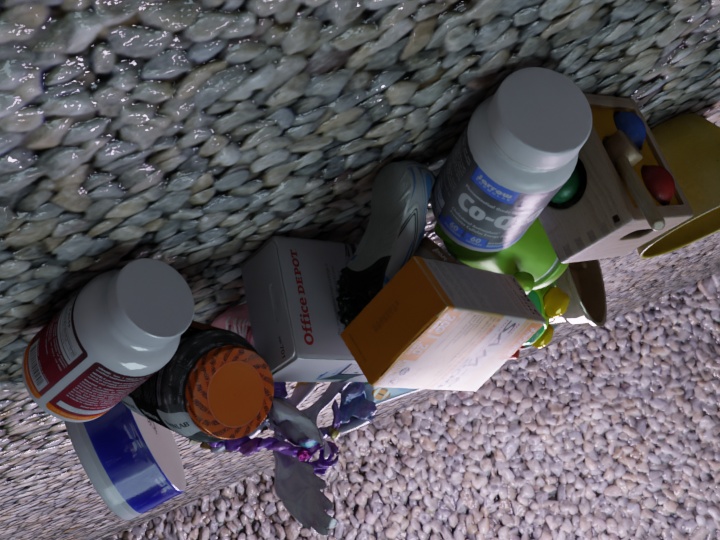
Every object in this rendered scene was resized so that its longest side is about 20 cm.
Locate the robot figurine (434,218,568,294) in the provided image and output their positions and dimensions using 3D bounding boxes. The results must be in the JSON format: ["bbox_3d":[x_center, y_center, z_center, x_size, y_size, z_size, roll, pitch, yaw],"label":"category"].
[{"bbox_3d":[0.177,-0.046,1.265,0.115,0.176,0.200,-17,150,41],"label":"robot figurine"}]

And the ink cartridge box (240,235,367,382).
[{"bbox_3d":[-0.025,0.048,1.215,0.199,0.147,0.086,4,154,-36],"label":"ink cartridge box"}]

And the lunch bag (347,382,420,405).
[{"bbox_3d":[0.039,0.071,1.403,0.169,0.200,0.124,-17,132,-11],"label":"lunch bag"}]

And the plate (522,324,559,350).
[{"bbox_3d":[0.229,0.040,1.636,0.199,0.201,0.026,-26,136,9],"label":"plate"}]

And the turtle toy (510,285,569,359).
[{"bbox_3d":[0.182,0.066,1.409,0.101,0.145,0.200,-45,161,-33],"label":"turtle toy"}]

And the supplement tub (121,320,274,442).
[{"bbox_3d":[-0.185,0.118,1.160,0.122,0.123,0.200,-14,-167,-33],"label":"supplement tub"}]

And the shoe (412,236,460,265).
[{"bbox_3d":[0.076,-0.003,1.206,0.053,0.070,0.200,-53,174,2],"label":"shoe"}]

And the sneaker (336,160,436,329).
[{"bbox_3d":[0.031,-0.020,1.122,0.072,0.072,0.201,1,116,-44],"label":"sneaker"}]

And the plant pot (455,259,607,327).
[{"bbox_3d":[0.236,0.006,1.525,0.183,0.202,0.200,-17,170,25],"label":"plant pot"}]

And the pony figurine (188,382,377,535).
[{"bbox_3d":[-0.075,0.186,1.228,0.200,0.193,0.167,-29,133,-42],"label":"pony figurine"}]

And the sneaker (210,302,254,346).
[{"bbox_3d":[-0.131,0.078,1.297,0.199,0.076,0.104,-3,180,33],"label":"sneaker"}]

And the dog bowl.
[{"bbox_3d":[-0.295,0.203,1.314,0.078,0.201,0.200,-25,166,-3],"label":"dog bowl"}]

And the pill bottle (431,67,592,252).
[{"bbox_3d":[0.149,-0.108,1.055,0.113,0.114,0.200,-18,161,-20],"label":"pill bottle"}]

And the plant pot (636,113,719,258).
[{"bbox_3d":[0.436,-0.124,1.409,0.199,0.143,0.200,-22,167,-5],"label":"plant pot"}]

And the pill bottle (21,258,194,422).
[{"bbox_3d":[-0.254,0.070,1.070,0.113,0.113,0.200,-9,160,-46],"label":"pill bottle"}]

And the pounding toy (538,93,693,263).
[{"bbox_3d":[0.272,-0.099,1.148,0.142,0.185,0.199,-34,162,37],"label":"pounding toy"}]

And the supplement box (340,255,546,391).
[{"bbox_3d":[0.092,0.062,1.127,0.200,0.074,0.126,9,130,-50],"label":"supplement box"}]
